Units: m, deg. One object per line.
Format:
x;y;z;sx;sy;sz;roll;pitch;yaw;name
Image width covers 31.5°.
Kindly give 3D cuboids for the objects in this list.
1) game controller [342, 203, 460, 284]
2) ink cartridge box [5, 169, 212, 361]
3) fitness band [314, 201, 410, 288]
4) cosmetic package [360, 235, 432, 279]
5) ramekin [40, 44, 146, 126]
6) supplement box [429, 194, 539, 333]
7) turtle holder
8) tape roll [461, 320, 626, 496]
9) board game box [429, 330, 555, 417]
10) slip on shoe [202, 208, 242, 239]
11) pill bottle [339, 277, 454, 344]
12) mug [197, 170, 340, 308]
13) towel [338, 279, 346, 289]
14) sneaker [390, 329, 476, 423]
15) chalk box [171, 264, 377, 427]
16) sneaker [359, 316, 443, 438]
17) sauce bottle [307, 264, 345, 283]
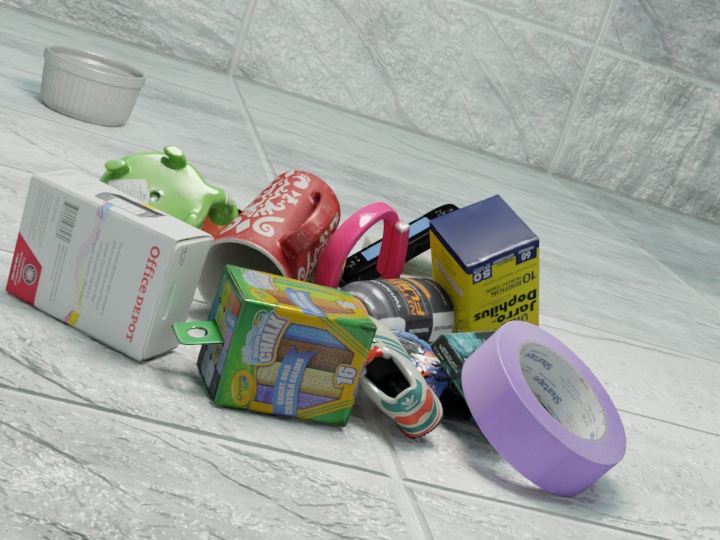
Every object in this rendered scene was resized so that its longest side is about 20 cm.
0.057;-0.039;1.844;0.199;0.042;0.104;-29;23;-3;game controller
-0.284;-0.009;1.425;0.199;0.149;0.086;25;17;18;ink cartridge box
0.000;0.000;1.662;0.143;0.201;0.037;-33;58;-32;fitness band
0.067;0.019;1.916;0.103;0.074;0.200;14;16;-18;cosmetic package
-0.523;-0.355;2.467;0.199;0.106;0.200;17;14;-4;ramekin
0.167;0.020;1.707;0.108;0.201;0.110;-21;44;-15;supplement box
-0.268;-0.090;1.713;0.185;0.132;0.141;-34;82;-26;turtle holder
0.210;0.155;1.454;0.199;0.066;0.201;32;31;-22;tape roll
0.179;0.133;1.545;0.199;0.028;0.136;2;49;-53;board game box
-0.214;-0.052;1.845;0.074;0.062;0.200;23;17;9;slip on shoe
0.028;0.065;1.636;0.106;0.107;0.199;28;17;31;pill bottle
-0.090;-0.034;1.620;0.176;0.134;0.200;-3;30;26;mug
-0.101;0.009;1.825;0.190;0.032;0.200;21;14;6;towel
0.078;0.130;1.534;0.198;0.076;0.079;16;18;-4;sneaker
-0.103;0.076;1.390;0.199;0.125;0.124;13;15;-21;chalk box
0.018;0.099;1.449;0.200;0.070;0.094;50;-5;38;sneaker
-0.051;-0.020;1.804;0.064;0.065;0.200;18;13;-2;sauce bottle
